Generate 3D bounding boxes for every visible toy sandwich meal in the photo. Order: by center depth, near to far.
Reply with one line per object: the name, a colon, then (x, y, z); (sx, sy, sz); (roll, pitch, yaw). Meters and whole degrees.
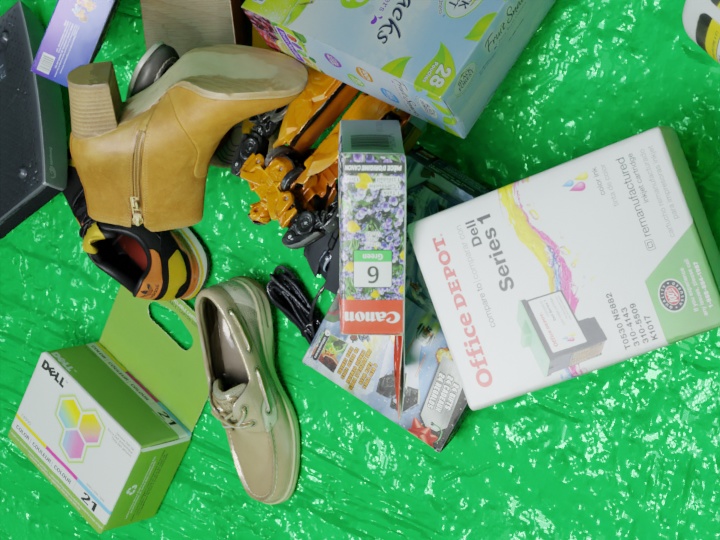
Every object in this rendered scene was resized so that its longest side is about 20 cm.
toy sandwich meal: (-0.126, -0.187, 1.443); (0.204, 0.070, 0.207); (5, 98, 36)

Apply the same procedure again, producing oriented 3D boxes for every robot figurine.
robot figurine: (-0.017, -0.110, 1.343); (0.200, 0.058, 0.145); (-49, 52, 15)

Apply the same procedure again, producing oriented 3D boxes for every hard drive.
hard drive: (-0.330, -0.137, 1.590); (0.134, 0.042, 0.202); (-33, 58, 35)

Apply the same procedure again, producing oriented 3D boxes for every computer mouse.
computer mouse: (0.000, 0.000, 1.386); (0.200, 0.046, 0.141); (-49, 66, 30)

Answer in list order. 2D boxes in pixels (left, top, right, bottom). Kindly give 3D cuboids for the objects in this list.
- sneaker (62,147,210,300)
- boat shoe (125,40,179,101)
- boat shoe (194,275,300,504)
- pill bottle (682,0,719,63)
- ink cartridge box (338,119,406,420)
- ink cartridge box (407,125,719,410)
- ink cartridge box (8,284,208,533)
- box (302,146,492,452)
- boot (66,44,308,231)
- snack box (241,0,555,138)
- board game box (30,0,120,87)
sneaker: (-0.224, -0.046, 1.520); (0.200, 0.090, 0.070); (44, 118, 25)
boat shoe: (-0.163, -0.117, 1.433); (0.057, 0.067, 0.201); (31, 148, 9)
boat shoe: (-0.104, 0.108, 1.460); (0.072, 0.065, 0.202); (-4, 98, 36)
pill bottle: (0.315, -0.138, 1.094); (0.200, 0.112, 0.113); (46, 119, 23)
ink cartridge box: (0.008, -0.002, 1.253); (0.050, 0.109, 0.202); (0, 107, -1)
ink cartridge box: (0.152, 0.000, 1.213); (0.199, 0.084, 0.146); (-21, 87, 19)
ink cartridge box: (-0.223, 0.111, 1.546); (0.148, 0.075, 0.201); (40, 118, 26)
box: (0.055, 0.024, 1.330); (0.136, 0.040, 0.201); (33, 114, 11)
boot: (-0.132, -0.100, 1.350); (0.199, 0.071, 0.145); (-2, 129, 7)
snack box: (0.037, -0.216, 1.275); (0.199, 0.068, 0.169); (27, 78, 29)
board game box: (-0.218, -0.272, 1.465); (0.044, 0.135, 0.201); (23, 115, -9)
